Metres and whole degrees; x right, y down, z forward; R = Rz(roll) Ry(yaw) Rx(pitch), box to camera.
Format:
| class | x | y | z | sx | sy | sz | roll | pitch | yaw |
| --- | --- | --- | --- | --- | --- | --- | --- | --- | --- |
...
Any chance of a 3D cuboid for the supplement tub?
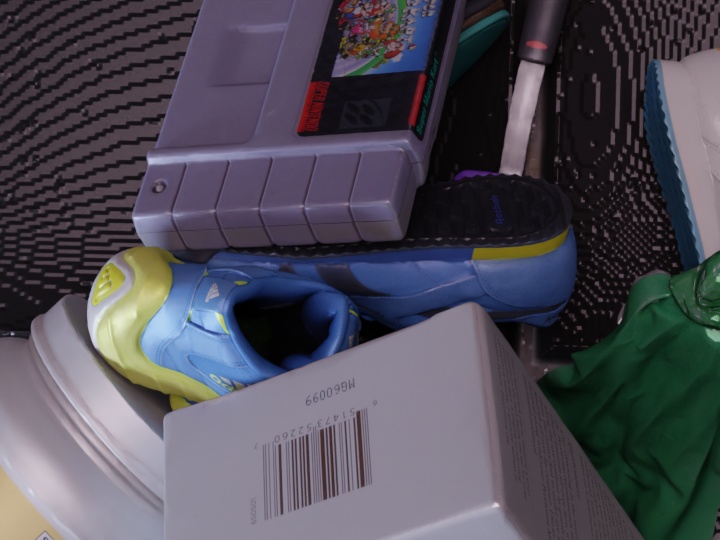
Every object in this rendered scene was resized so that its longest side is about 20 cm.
| class | x | y | z | sx | sy | sz | roll | pitch | yaw |
| --- | --- | --- | --- | --- | --- | --- | --- | --- | --- |
| supplement tub | -0.164 | 0.123 | 1.124 | 0.200 | 0.145 | 0.146 | -43 | 79 | 6 |

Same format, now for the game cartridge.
| class | x | y | z | sx | sy | sz | roll | pitch | yaw |
| --- | --- | --- | --- | --- | --- | --- | --- | --- | --- |
| game cartridge | -0.021 | -0.094 | 1.132 | 0.129 | 0.039 | 0.201 | -6 | 47 | 22 |

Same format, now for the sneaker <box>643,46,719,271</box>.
| class | x | y | z | sx | sy | sz | roll | pitch | yaw |
| --- | --- | --- | --- | --- | --- | --- | --- | --- | --- |
| sneaker | 0.190 | -0.008 | 1.145 | 0.080 | 0.077 | 0.202 | -12 | 84 | -3 |

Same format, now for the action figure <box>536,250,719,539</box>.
| class | x | y | z | sx | sy | sz | roll | pitch | yaw |
| --- | --- | --- | --- | --- | --- | --- | --- | --- | --- |
| action figure | 0.135 | 0.049 | 1.081 | 0.118 | 0.200 | 0.055 | 34 | 60 | 9 |

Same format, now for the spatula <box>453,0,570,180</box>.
| class | x | y | z | sx | sy | sz | roll | pitch | yaw |
| --- | --- | --- | --- | --- | --- | --- | --- | --- | --- |
| spatula | 0.081 | -0.084 | 1.195 | 0.056 | 0.021 | 0.202 | 13 | 83 | 10 |

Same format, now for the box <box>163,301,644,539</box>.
| class | x | y | z | sx | sy | sz | roll | pitch | yaw |
| --- | --- | --- | --- | --- | --- | --- | --- | --- | --- |
| box | 0.027 | 0.132 | 1.053 | 0.151 | 0.200 | 0.107 | -20 | 46 | 16 |

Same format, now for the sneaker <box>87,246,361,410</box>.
| class | x | y | z | sx | sy | sz | roll | pitch | yaw |
| --- | --- | --- | --- | --- | --- | --- | --- | --- | --- |
| sneaker | -0.026 | 0.052 | 1.096 | 0.105 | 0.199 | 0.076 | 2 | 70 | 44 |

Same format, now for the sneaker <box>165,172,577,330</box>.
| class | x | y | z | sx | sy | sz | roll | pitch | yaw |
| --- | --- | --- | --- | --- | --- | --- | --- | --- | --- |
| sneaker | 0.000 | 0.000 | 1.137 | 0.198 | 0.079 | 0.066 | 2 | 41 | -1 |

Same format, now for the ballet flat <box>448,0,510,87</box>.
| class | x | y | z | sx | sy | sz | roll | pitch | yaw |
| --- | --- | --- | --- | --- | --- | --- | --- | --- | --- |
| ballet flat | -0.018 | -0.076 | 1.184 | 0.073 | 0.073 | 0.200 | 44 | 91 | 11 |
